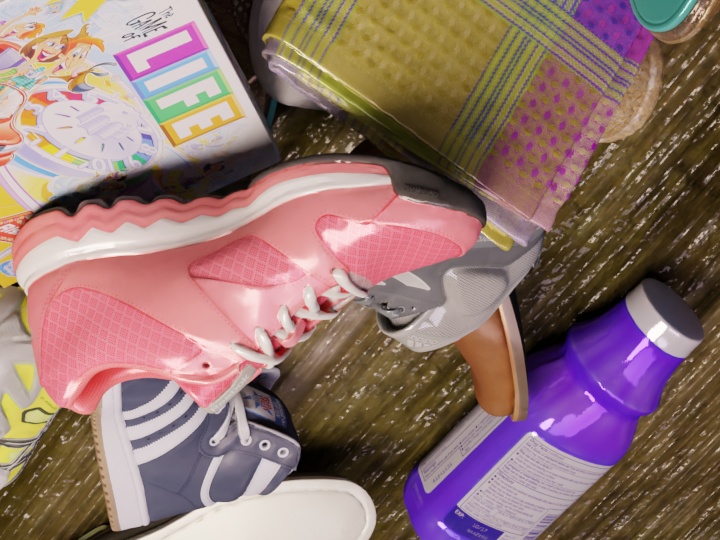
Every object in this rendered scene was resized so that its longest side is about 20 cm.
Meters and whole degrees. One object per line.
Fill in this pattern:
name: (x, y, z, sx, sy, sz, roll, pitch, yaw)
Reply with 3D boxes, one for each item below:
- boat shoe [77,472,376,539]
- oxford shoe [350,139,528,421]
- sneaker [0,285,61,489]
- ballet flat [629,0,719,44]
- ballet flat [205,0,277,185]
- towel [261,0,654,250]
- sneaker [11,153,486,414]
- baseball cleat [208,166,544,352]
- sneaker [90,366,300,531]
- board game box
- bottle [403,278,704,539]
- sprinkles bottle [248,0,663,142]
boat shoe: (-0.089, 0.158, 1.091, 0.200, 0.060, 0.073, -20, 106, -1)
oxford shoe: (0.043, 0.002, 0.986, 0.071, 0.072, 0.201, -18, 125, 5)
sneaker: (-0.166, 0.059, 0.915, 0.076, 0.076, 0.200, -23, 172, -15)
ballet flat: (0.147, -0.193, 0.777, 0.072, 0.202, 0.068, -3, 180, -39)
ballet flat: (-0.076, -0.047, 0.899, 0.065, 0.071, 0.201, 3, 124, -9)
towel: (0.059, -0.127, 0.783, 0.143, 0.023, 0.201, 33, 77, -15)
sneaker: (-0.042, 0.012, 0.761, 0.198, 0.088, 0.074, -10, 163, 16)
baseball cleat: (0.000, 0.000, 0.874, 0.198, 0.070, 0.107, -10, 127, -18)
sneaker: (-0.087, 0.056, 0.985, 0.107, 0.070, 0.201, -8, 139, -8)
board game box: (-0.116, -0.067, 0.730, 0.134, 0.034, 0.200, -25, 158, 1)
bottle: (0.111, 0.087, 1.088, 0.083, 0.066, 0.200, 22, 122, -35)
sprinkles bottle: (0.047, -0.099, 0.856, 0.199, 0.068, 0.068, 3, 133, -39)
